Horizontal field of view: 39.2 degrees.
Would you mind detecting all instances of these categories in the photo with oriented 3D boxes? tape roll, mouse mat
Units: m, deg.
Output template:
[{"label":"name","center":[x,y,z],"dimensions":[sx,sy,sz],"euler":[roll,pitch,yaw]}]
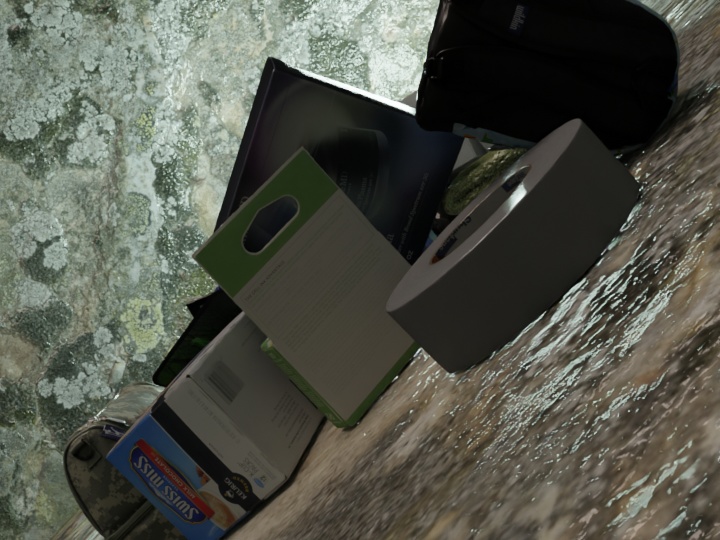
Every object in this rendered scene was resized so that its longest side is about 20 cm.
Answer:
[{"label":"tape roll","center":[0.110,-0.019,0.749],"dimensions":[0.200,0.066,0.200],"euler":[-45,4,4]},{"label":"mouse mat","center":[-0.112,0.092,1.120],"dimensions":[0.161,0.198,0.008],"euler":[-51,43,29]}]

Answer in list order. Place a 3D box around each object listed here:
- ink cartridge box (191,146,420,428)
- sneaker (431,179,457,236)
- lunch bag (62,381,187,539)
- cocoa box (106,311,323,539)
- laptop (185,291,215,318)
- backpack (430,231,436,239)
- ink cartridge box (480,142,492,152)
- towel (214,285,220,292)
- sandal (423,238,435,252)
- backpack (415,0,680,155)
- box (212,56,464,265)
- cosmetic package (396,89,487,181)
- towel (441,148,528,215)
[{"label":"ink cartridge box","center":[-0.035,0.016,0.884],"dimensions":[0.146,0.200,0.048],"euler":[-46,8,-21]},{"label":"sneaker","center":[0.119,-0.083,1.203],"dimensions":[0.087,0.076,0.200],"euler":[-38,6,11]},{"label":"lunch bag","center":[-0.229,0.212,1.100],"dimensions":[0.139,0.168,0.200],"euler":[-44,5,6]},{"label":"cocoa box","center":[-0.126,0.144,0.989],"dimensions":[0.131,0.133,0.200],"euler":[-42,5,23]},{"label":"laptop","center":[-0.111,0.037,1.363],"dimensions":[0.102,0.178,0.201],"euler":[4,47,31]},{"label":"backpack","center":[0.028,-0.103,1.370],"dimensions":[0.146,0.202,0.183],"euler":[-21,13,23]},{"label":"ink cartridge box","center":[0.235,-0.209,1.179],"dimensions":[0.200,0.083,0.145],"euler":[-43,6,24]},{"label":"towel","center":[-0.098,0.053,1.271],"dimensions":[0.049,0.201,0.148],"euler":[23,60,40]},{"label":"sandal","center":[0.051,-0.020,1.162],"dimensions":[0.079,0.087,0.200],"euler":[-42,7,5]},{"label":"backpack","center":[0.162,-0.171,0.831],"dimensions":[0.154,0.198,0.165],"euler":[-15,-62,-75]},{"label":"box","center":[-0.029,-0.081,1.006],"dimensions":[0.123,0.196,0.202],"euler":[-111,39,-72]},{"label":"cosmetic package","center":[0.128,-0.177,1.285],"dimensions":[0.081,0.114,0.199],"euler":[-27,-4,28]},{"label":"towel","center":[0.168,-0.124,1.005],"dimensions":[0.199,0.037,0.148],"euler":[-36,3,14]}]
